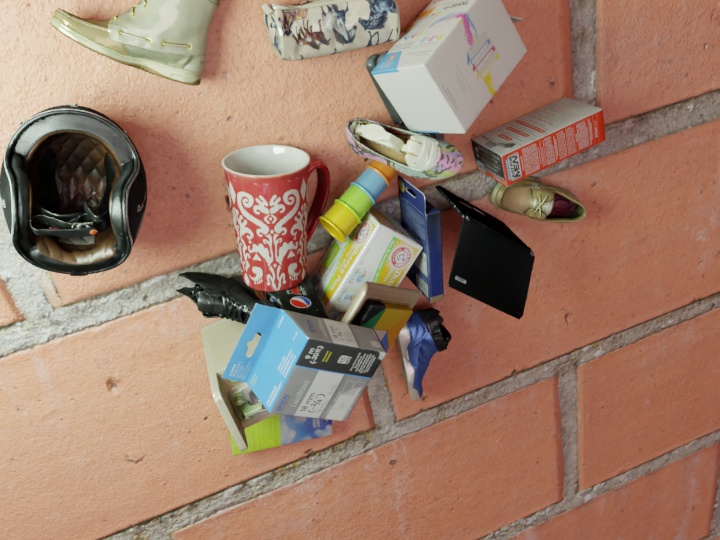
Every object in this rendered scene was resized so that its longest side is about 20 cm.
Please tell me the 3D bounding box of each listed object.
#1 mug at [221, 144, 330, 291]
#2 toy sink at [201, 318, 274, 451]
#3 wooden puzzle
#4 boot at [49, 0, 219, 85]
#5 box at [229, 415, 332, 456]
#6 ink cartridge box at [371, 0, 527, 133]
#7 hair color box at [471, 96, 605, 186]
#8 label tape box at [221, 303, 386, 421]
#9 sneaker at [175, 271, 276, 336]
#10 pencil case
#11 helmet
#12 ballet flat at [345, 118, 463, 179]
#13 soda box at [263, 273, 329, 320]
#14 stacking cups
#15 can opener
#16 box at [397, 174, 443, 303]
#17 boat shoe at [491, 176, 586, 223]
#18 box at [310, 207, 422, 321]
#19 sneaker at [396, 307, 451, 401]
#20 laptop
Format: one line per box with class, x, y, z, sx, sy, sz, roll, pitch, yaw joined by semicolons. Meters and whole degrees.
mug;-0.122;-0.082;0.964;0.175;0.134;0.202;-8;121;-15
toy sink;-0.185;0.176;1.024;0.111;0.200;0.132;-22;120;-8
wooden puzzle;0.017;0.108;1.019;0.199;0.037;0.186;7;117;-58
boot;-0.288;-0.350;0.800;0.198;0.072;0.156;12;111;-31
box;-0.155;0.281;1.176;0.197;0.048;0.124;-8;118;-17
ink cartridge box;0.140;-0.323;0.914;0.201;0.128;0.125;-53;124;-14
hair color box;0.309;-0.228;1.061;0.198;0.111;0.065;-24;121;-7
label tape box;-0.083;0.141;0.889;0.198;0.064;0.145;14;117;-30
sneaker;-0.212;0.056;0.968;0.103;0.200;0.061;-6;120;-35
pencil case;-0.042;-0.362;0.880;0.197;0.078;0.090;-15;138;-13
helmet;-0.380;-0.113;0.814;0.197;0.193;0.201;-9;153;-5
ballet flat;0.062;-0.193;0.948;0.070;0.198;0.071;-68;162;-2
soda box;-0.109;0.059;0.993;0.070;0.200;0.064;-1;119;-20
stacking cups;0.018;-0.136;1.003;0.200;0.060;0.061;-48;123;-12
can opener;0.080;-0.272;0.999;0.067;0.053;0.201;-52;126;-29
box;0.105;-0.059;1.061;0.032;0.121;0.202;-15;120;-13
boat shoe;0.342;-0.131;1.147;0.197;0.066;0.075;2;114;-22
box;0.000;0.000;1.057;0.101;0.113;0.201;25;104;-31
sneaker;0.133;0.166;1.210;0.110;0.077;0.202;-13;113;-3
laptop;0.208;-0.035;1.071;0.176;0.201;0.104;24;111;-29
